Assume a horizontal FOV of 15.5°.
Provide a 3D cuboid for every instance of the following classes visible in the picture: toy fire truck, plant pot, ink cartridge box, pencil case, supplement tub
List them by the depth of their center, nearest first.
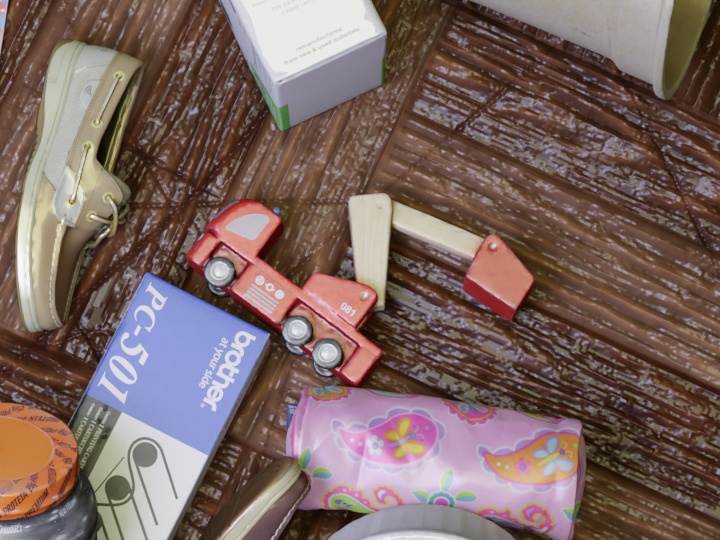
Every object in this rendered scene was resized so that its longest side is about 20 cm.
[{"bbox_3d":[-0.225,0.190,1.645,0.122,0.123,0.201,6,121,0],"label":"supplement tub"},{"bbox_3d":[0.047,0.126,1.730,0.199,0.087,0.088,6,80,1],"label":"pencil case"},{"bbox_3d":[-0.144,0.112,1.744,0.094,0.044,0.201,26,82,3],"label":"ink cartridge box"},{"bbox_3d":[0.141,-0.233,1.748,0.183,0.200,0.201,16,80,12],"label":"plant pot"},{"bbox_3d":[-0.061,-0.210,1.751,0.084,0.146,0.201,-25,81,-4],"label":"ink cartridge box"},{"bbox_3d":[0.000,0.000,1.765,0.200,0.049,0.141,37,81,6],"label":"toy fire truck"}]

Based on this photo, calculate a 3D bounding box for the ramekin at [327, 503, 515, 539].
[{"bbox_3d":[0.038,0.244,1.670,0.200,0.098,0.201,1,104,3],"label":"ramekin"}]

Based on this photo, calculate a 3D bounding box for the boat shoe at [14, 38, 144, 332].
[{"bbox_3d":[-0.185,-0.056,1.759,0.066,0.074,0.201,7,80,6],"label":"boat shoe"}]

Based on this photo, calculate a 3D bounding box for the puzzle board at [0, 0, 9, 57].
[{"bbox_3d":[-0.340,-0.188,1.808,0.199,0.017,0.151,7,80,0],"label":"puzzle board"}]

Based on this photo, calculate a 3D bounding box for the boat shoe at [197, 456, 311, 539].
[{"bbox_3d":[-0.082,0.210,1.702,0.072,0.072,0.200,34,102,-7],"label":"boat shoe"}]
